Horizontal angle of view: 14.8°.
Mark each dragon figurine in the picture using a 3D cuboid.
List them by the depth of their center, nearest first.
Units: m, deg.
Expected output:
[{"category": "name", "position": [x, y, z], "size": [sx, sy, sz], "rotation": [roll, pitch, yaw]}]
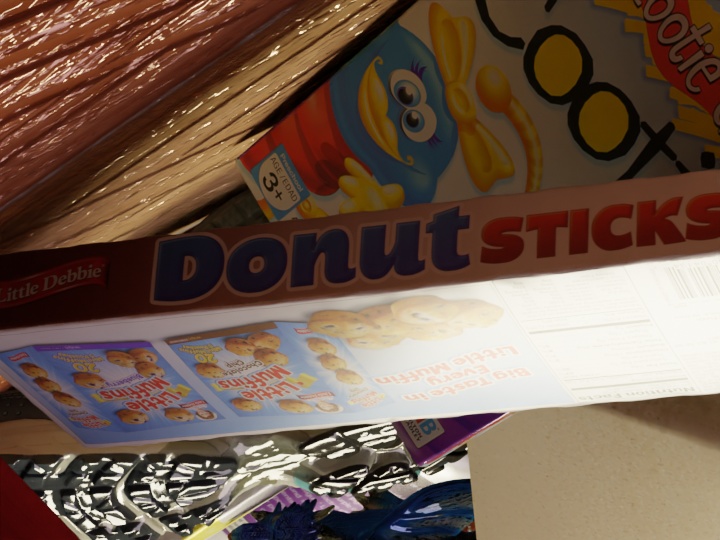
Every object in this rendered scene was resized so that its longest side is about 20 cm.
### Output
[{"category": "dragon figurine", "position": [0.022, 0.114, 1.109], "size": [0.200, 0.059, 0.099], "rotation": [-3, 177, -36]}]

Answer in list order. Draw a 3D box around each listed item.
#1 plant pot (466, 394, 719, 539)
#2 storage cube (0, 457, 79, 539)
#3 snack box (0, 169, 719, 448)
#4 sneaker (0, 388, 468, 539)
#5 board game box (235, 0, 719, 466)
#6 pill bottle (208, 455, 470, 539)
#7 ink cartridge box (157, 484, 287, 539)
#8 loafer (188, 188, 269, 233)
[{"category": "plant pot", "position": [0.166, 0.064, 0.985], "size": [0.200, 0.177, 0.200], "rotation": [-48, 144, -38]}, {"category": "storage cube", "position": [-0.113, 0.166, 0.734], "size": [0.200, 0.171, 0.180], "rotation": [-42, -149, 2]}, {"category": "snack box", "position": [0.009, 0.011, 0.650], "size": [0.200, 0.024, 0.072], "rotation": [-6, 153, 20]}, {"category": "sneaker", "position": [-0.059, 0.041, 0.964], "size": [0.200, 0.086, 0.078], "rotation": [-8, 151, -10]}, {"category": "board game box", "position": [0.073, -0.043, 0.716], "size": [0.103, 0.105, 0.200], "rotation": [-28, 174, -37]}, {"category": "pill bottle", "position": [0.004, 0.056, 1.231], "size": [0.200, 0.111, 0.111], "rotation": [-25, -179, 33]}, {"category": "ink cartridge box", "position": [-0.056, 0.054, 1.087], "size": [0.200, 0.083, 0.145], "rotation": [-33, 177, 6]}, {"category": "loafer", "position": [0.000, 0.000, 0.905], "size": [0.200, 0.076, 0.067], "rotation": [-29, 169, -39]}]
